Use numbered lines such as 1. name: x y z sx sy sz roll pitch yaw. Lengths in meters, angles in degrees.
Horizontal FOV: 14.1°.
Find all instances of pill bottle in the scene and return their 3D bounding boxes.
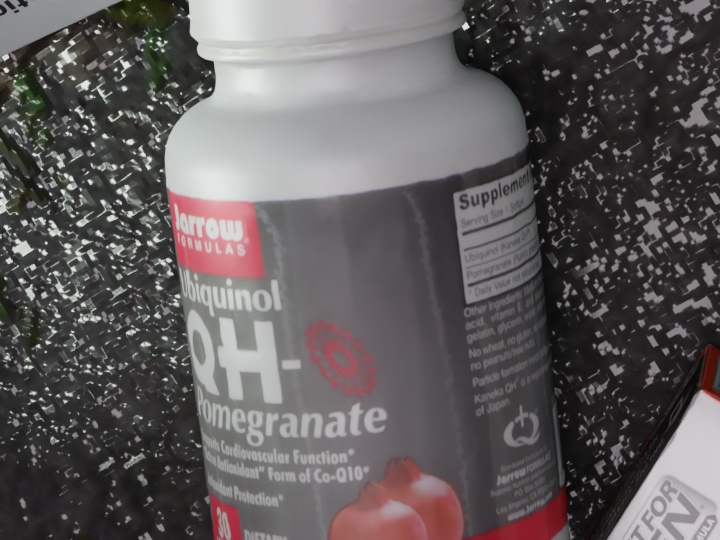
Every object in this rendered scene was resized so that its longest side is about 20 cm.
1. pill bottle: 0.000 0.000 0.882 0.110 0.111 0.201 -5 102 12

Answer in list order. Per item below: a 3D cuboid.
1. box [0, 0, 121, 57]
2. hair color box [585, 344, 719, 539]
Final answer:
1. box: -0.118 -0.142 0.840 0.155 0.200 0.041 -23 57 14
2. hair color box: 0.166 0.120 0.905 0.200 0.061 0.102 31 107 1
